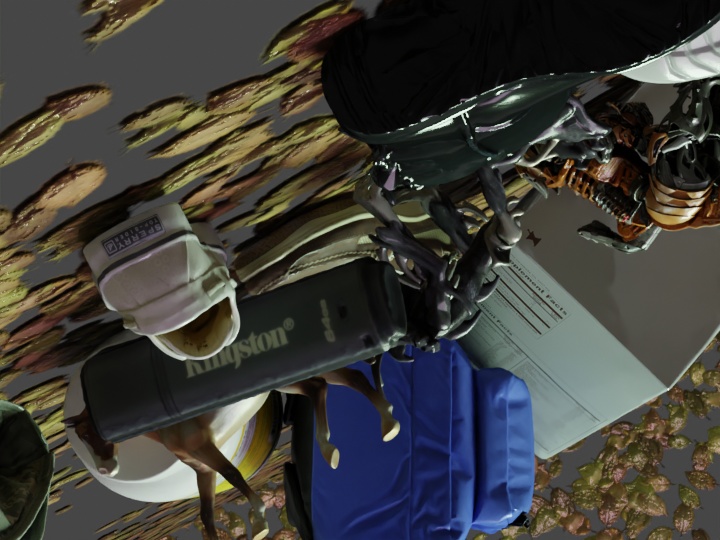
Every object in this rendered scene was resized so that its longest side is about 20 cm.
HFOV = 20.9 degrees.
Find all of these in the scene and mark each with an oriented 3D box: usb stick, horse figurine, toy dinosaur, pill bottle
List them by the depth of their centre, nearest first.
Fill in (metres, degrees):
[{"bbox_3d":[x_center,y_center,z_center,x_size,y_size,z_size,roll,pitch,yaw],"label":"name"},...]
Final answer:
[{"bbox_3d":[-0.067,0.044,1.072,0.200,0.056,0.033,-19,160,24],"label":"usb stick"},{"bbox_3d":[-0.063,0.077,1.112,0.200,0.133,0.050,-43,157,18],"label":"horse figurine"},{"bbox_3d":[0.195,-0.072,1.188,0.200,0.136,0.102,12,-169,3],"label":"toy dinosaur"},{"bbox_3d":[-0.121,0.091,1.256,0.112,0.113,0.200,-29,171,6],"label":"pill bottle"}]

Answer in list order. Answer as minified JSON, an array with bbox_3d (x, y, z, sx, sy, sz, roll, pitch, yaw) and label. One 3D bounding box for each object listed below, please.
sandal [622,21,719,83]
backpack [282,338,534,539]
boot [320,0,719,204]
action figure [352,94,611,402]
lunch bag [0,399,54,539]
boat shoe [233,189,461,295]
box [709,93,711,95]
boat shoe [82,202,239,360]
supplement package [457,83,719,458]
[{"bbox_3d":[0.208,-0.163,0.980,0.203,0.082,0.050,-33,-146,22],"label":"sandal"},{"bbox_3d":[0.027,0.129,1.323,0.168,0.163,0.200,7,170,-5],"label":"backpack"},{"bbox_3d":[0.076,-0.096,0.898,0.198,0.073,0.162,-22,170,7],"label":"boot"},{"bbox_3d":[0.047,-0.028,1.102,0.200,0.102,0.119,-51,-179,7],"label":"action figure"},{"bbox_3d":[-0.272,0.147,1.101,0.164,0.118,0.200,-30,178,13],"label":"lunch bag"},{"bbox_3d":[0.004,-0.003,1.222,0.075,0.075,0.202,-34,170,36],"label":"boat shoe"},{"bbox_3d":[0.315,-0.074,1.637,0.109,0.128,0.200,-30,171,18],"label":"box"},{"bbox_3d":[-0.094,0.015,1.007,0.071,0.070,0.200,-27,175,-5],"label":"boat shoe"},{"bbox_3d":[0.169,-0.003,1.351,0.191,0.147,0.200,-46,180,-25],"label":"supplement package"}]
